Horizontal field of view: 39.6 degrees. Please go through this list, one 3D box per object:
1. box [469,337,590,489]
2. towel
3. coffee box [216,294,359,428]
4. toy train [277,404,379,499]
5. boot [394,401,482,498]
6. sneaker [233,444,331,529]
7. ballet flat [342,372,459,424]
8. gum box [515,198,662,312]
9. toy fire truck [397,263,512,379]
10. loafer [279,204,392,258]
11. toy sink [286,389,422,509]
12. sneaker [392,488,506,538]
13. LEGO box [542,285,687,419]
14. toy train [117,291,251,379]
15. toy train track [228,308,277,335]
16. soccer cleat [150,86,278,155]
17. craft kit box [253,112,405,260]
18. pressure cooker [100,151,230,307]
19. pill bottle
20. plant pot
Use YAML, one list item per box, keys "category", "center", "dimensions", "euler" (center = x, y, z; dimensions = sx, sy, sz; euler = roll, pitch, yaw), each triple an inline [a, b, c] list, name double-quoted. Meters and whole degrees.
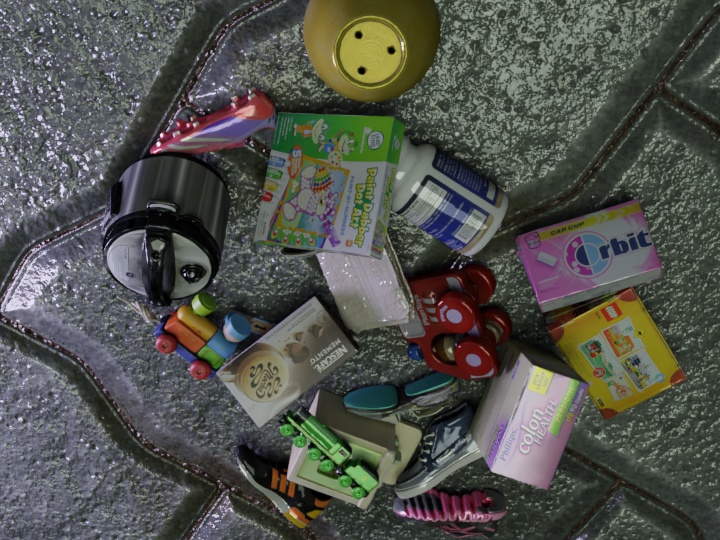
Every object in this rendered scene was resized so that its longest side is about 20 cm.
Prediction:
- category: "box"
  center: [0.260, 0.218, 1.577]
  dimensions: [0.097, 0.200, 0.176]
  euler: [19, 96, -5]
- category: "towel"
  center: [0.000, 0.000, 1.561]
  dimensions: [0.132, 0.034, 0.200]
  euler: [-13, 107, 34]
- category: "coffee box"
  center: [-0.113, 0.142, 1.596]
  dimensions: [0.200, 0.080, 0.113]
  euler: [-37, 90, 1]
- category: "toy train"
  center: [-0.049, 0.291, 1.613]
  dimensions: [0.056, 0.042, 0.200]
  euler: [-44, 102, 11]
- category: "boot"
  center: [0.127, 0.307, 1.722]
  dimensions: [0.200, 0.073, 0.090]
  euler: [-33, 103, 7]
- category: "sneaker"
  center: [-0.135, 0.360, 1.755]
  dimensions: [0.090, 0.070, 0.200]
  euler: [-40, 109, 2]
- category: "ballet flat"
  center: [0.072, 0.224, 1.679]
  dimensions: [0.200, 0.072, 0.072]
  euler: [-14, 114, 8]
- category: "gum box"
  center: [0.344, -0.019, 1.528]
  dimensions: [0.200, 0.066, 0.114]
  euler: [-17, 71, 9]
- category: "toy fire truck"
  center: [0.139, 0.087, 1.605]
  dimensions: [0.168, 0.112, 0.200]
  euler: [-9, 116, 32]
- category: "loafer"
  center: [-0.039, -0.064, 1.488]
  dimensions: [0.200, 0.070, 0.070]
  euler: [-27, 100, 37]
- category: "toy sink"
  center: [-0.007, 0.313, 1.697]
  dimensions: [0.200, 0.112, 0.130]
  euler: [22, 114, -9]
- category: "sneaker"
  center: [0.156, 0.442, 1.781]
  dimensions: [0.200, 0.079, 0.095]
  euler: [4, 126, 1]
- category: "LEGO box"
  center: [0.409, 0.119, 1.615]
  dimensions: [0.149, 0.077, 0.200]
  euler: [-30, 110, 14]
- category: "toy train"
  center: [-0.280, 0.074, 1.603]
  dimensions: [0.200, 0.085, 0.116]
  euler: [41, 117, -15]
- category: "toy train track"
  center: [-0.126, 0.113, 1.652]
  dimensions: [0.200, 0.033, 0.115]
  euler: [20, 114, -7]
- category: "soccer cleat"
  center: [-0.218, -0.202, 1.495]
  dimensions: [0.200, 0.067, 0.076]
  euler: [-25, 117, 10]
- category: "craft kit box"
  center: [-0.046, -0.124, 1.441]
  dimensions: [0.197, 0.049, 0.200]
  euler: [7, 84, 26]
- category: "pressure cooker"
  center: [-0.284, -0.054, 1.467]
  dimensions: [0.179, 0.200, 0.176]
  euler: [-23, 134, 26]
- category: "pill bottle"
  center: [0.110, -0.118, 1.494]
  dimensions: [0.200, 0.116, 0.116]
  euler: [32, 112, -12]
- category: "plant pot"
  center: [0.014, -0.318, 1.390]
  dimensions: [0.200, 0.142, 0.200]
  euler: [1, 114, 2]
